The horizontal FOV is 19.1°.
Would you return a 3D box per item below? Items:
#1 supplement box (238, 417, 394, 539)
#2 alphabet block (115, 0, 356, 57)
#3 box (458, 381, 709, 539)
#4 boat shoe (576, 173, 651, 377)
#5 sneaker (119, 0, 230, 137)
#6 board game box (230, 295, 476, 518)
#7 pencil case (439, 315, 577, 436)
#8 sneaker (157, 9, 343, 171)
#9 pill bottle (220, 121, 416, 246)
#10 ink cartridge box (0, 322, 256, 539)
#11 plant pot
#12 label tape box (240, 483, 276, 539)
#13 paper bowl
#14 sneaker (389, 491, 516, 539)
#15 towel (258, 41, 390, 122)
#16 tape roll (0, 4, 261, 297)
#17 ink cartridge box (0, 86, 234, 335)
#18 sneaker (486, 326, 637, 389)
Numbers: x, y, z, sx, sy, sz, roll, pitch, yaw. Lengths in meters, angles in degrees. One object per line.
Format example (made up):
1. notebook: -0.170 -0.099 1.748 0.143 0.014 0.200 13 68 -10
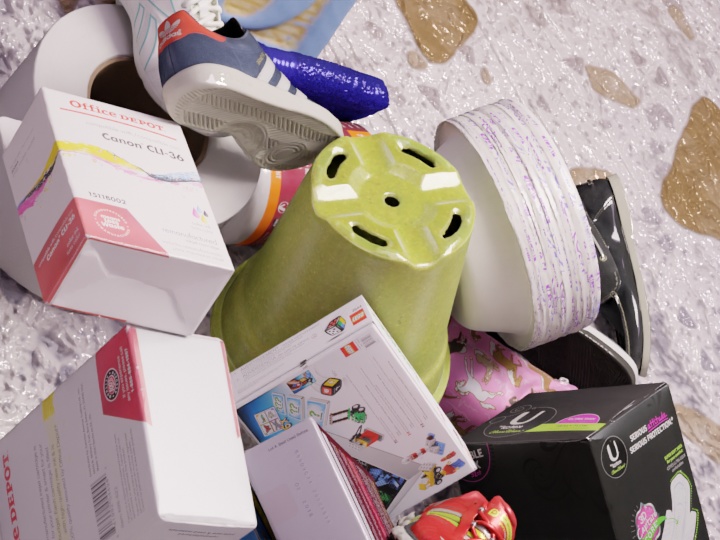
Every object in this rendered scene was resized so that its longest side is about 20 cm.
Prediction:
1. supplement box: -0.015 0.184 1.512 0.109 0.061 0.200 64 4 22
2. alphabet block: -0.101 -0.321 1.837 0.196 0.196 0.201 17 39 -32
3. box: 0.183 0.207 1.720 0.124 0.148 0.201 -26 104 -47
4. boat shoe: 0.232 0.009 2.016 0.067 0.072 0.201 -10 71 -3
5. sneaker: -0.138 -0.196 1.628 0.070 0.080 0.201 -18 78 -46
6. board game box: -0.007 0.118 1.611 0.200 0.126 0.035 56 6 -43
7. pencil case: 0.097 0.093 1.821 0.200 0.083 0.087 34 33 -15
8. sneaker: -0.081 -0.138 1.585 0.200 0.075 0.085 28 39 -58
9. pill bottle: -0.038 -0.073 1.805 0.199 0.110 0.110 2 61 -38
10. ink cartridge box: -0.169 0.149 1.481 0.083 0.200 0.146 9 56 -38
11. plant pot: 0.000 0.000 1.649 0.199 0.185 0.201 10 48 -11
12. label tape box: -0.065 0.227 1.535 0.145 0.063 0.200 62 7 13
13. paper bowl: 0.109 -0.032 1.749 0.104 0.201 0.202 -20 72 -10
14. sneaker: 0.072 0.194 1.531 0.077 0.085 0.200 61 3 -7
15. towel: -0.092 -0.157 1.807 0.199 0.147 0.050 12 84 -33
16. tape roll: -0.196 -0.086 1.664 0.202 0.139 0.204 22 49 -27
17. ink cartridge box: -0.173 -0.055 1.473 0.116 0.068 0.200 14 35 -33
18. sneaker: 0.171 0.033 1.901 0.199 0.084 0.121 29 42 12
